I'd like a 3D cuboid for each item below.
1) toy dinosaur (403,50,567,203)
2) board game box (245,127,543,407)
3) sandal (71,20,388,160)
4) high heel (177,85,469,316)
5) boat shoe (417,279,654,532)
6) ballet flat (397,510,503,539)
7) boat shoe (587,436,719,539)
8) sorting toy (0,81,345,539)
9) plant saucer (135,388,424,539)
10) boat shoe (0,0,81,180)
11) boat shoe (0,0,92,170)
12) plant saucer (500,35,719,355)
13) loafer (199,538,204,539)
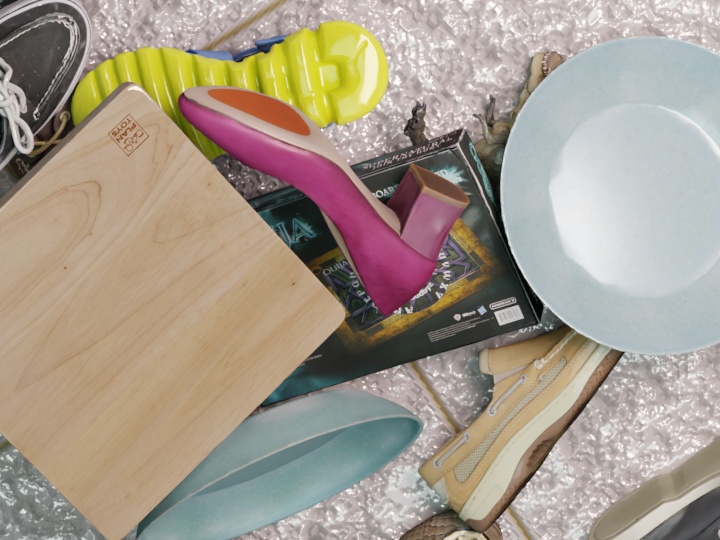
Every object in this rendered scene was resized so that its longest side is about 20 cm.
[{"bbox_3d":[0.057,-0.058,1.666,0.088,0.047,0.200,25,109,-12],"label":"toy dinosaur"},{"bbox_3d":[0.000,0.000,1.665,0.199,0.028,0.136,-17,113,19],"label":"board game box"},{"bbox_3d":[-0.080,-0.107,1.630,0.199,0.087,0.080,-6,94,2],"label":"sandal"},{"bbox_3d":[-0.036,-0.039,1.575,0.199,0.067,0.096,24,111,-20],"label":"high heel"},{"bbox_3d":[0.109,0.073,1.692,0.076,0.072,0.200,39,101,9],"label":"boat shoe"},{"bbox_3d":[0.012,0.231,1.751,0.200,0.046,0.067,-35,103,12],"label":"ballet flat"},{"bbox_3d":[0.247,0.149,1.703,0.199,0.075,0.066,-34,105,12],"label":"boat shoe"},{"bbox_3d":[-0.149,0.021,1.577,0.200,0.070,0.199,-44,110,-5],"label":"sorting toy"},{"bbox_3d":[-0.057,0.123,1.663,0.199,0.200,0.036,-27,74,10],"label":"plant saucer"},{"bbox_3d":[-0.205,-0.107,1.652,0.072,0.060,0.201,-18,105,7],"label":"boat shoe"},{"bbox_3d":[-0.228,-0.094,1.564,0.199,0.068,0.074,-42,109,-22],"label":"boat shoe"},{"bbox_3d":[0.180,-0.045,1.642,0.200,0.039,0.202,1,84,-11],"label":"plant saucer"},{"bbox_3d":[-0.121,0.273,1.763,0.072,0.073,0.201,21,97,5],"label":"loafer"}]
